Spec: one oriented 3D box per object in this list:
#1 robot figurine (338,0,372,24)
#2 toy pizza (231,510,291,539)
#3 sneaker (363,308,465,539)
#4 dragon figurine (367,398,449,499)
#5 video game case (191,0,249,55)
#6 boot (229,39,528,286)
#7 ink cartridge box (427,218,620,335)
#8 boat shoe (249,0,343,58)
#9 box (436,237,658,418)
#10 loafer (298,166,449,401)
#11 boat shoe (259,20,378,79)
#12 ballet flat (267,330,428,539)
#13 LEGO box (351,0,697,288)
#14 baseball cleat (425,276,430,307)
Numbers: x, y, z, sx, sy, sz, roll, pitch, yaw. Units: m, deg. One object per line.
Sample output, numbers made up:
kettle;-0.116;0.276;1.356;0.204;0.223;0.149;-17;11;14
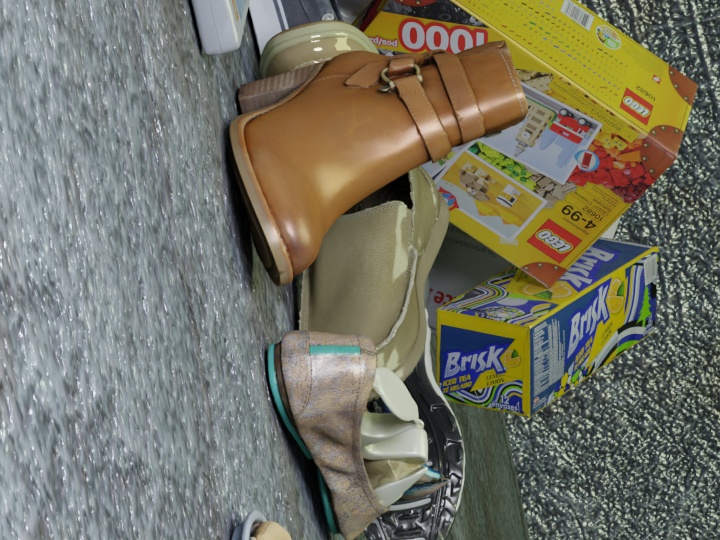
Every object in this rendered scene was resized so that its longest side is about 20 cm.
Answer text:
robot figurine;0.016;-0.220;1.818;0.200;0.113;0.170;21;95;-43
toy pizza;-0.021;0.202;1.227;0.200;0.032;0.200;-11;90;-85
sneaker;0.025;0.098;1.753;0.079;0.074;0.200;81;1;-57
dragon figurine;0.009;0.077;1.640;0.200;0.059;0.100;-112;-171;-82
video game case;-0.086;-0.226;1.482;0.200;0.022;0.182;-87;166;-70
boot;0.014;-0.063;1.486;0.200;0.155;0.077;-88;166;-68
ink cartridge box;0.103;-0.042;1.986;0.083;0.147;0.200;22;88;-44
boat shoe;-0.040;-0.195;1.663;0.072;0.068;0.200;-90;168;-66
box;0.124;0.033;1.838;0.200;0.070;0.064;-27;122;-57
loafer;0.000;0.000;1.614;0.200;0.076;0.067;-77;147;-51
boat shoe;-0.014;-0.079;1.677;0.200;0.073;0.063;71;6;-61
ballet flat;0.001;0.091;1.511;0.200;0.067;0.068;70;11;-63
LEGO box;0.085;-0.105;1.759;0.149;0.200;0.077;-49;-168;42
baseball cleat;0.010;-0.033;1.881;0.106;0.070;0.200;-78;153;-61
